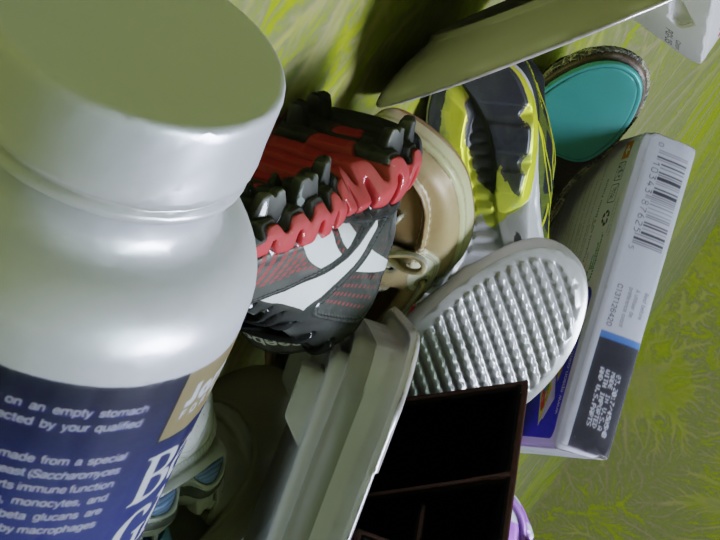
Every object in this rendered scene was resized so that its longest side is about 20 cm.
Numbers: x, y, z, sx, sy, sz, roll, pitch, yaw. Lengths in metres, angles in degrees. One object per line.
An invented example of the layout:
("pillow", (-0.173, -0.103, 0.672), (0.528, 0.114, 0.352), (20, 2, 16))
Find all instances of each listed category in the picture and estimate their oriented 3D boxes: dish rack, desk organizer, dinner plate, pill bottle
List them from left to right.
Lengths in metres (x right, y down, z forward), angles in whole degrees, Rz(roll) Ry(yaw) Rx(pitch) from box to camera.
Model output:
("pill bottle", (-0.093, 0.016, 0.501), (0.111, 0.111, 0.201), (-36, 157, -54))
("dish rack", (-0.032, 0.109, 0.799), (0.172, 0.043, 0.202), (-131, -120, -84))
("desk organizer", (0.022, 0.125, 0.790), (0.201, 0.071, 0.077), (-75, -175, -53))
("dinner plate", (0.096, -0.120, 0.835), (0.198, 0.024, 0.200), (-21, -171, 4))

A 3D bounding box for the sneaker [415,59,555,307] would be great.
("sneaker", (0.078, -0.027, 0.993), (0.085, 0.074, 0.202), (-46, 143, -59))

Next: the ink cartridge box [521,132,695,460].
("ink cartridge box", (0.133, 0.020, 1.181), (0.200, 0.047, 0.200), (166, -60, -77))

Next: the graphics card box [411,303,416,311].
("graphics card box", (-0.022, 0.083, 1.074), (0.201, 0.051, 0.125), (-54, 168, 0))

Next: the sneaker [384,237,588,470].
("sneaker", (0.036, 0.046, 0.913), (0.200, 0.074, 0.082), (-47, -160, 25))

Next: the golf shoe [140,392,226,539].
("golf shoe", (-0.124, 0.077, 0.693), (0.200, 0.078, 0.098), (-42, 143, -52))

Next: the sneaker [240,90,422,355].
("sneaker", (-0.036, -0.006, 0.710), (0.200, 0.070, 0.099), (-29, 134, -63))

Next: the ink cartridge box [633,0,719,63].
("ink cartridge box", (0.222, -0.238, 1.054), (0.201, 0.082, 0.147), (-54, 168, -5))

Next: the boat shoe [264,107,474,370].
("boat shoe", (0.000, 0.000, 0.886), (0.063, 0.073, 0.201), (-45, 166, -32))

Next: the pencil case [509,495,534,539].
("pencil case", (0.055, 0.122, 1.036), (0.200, 0.085, 0.085), (-90, -175, -76))

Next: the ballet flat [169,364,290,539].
("ballet flat", (-0.095, 0.116, 0.859), (0.200, 0.069, 0.070), (-51, 167, -19))

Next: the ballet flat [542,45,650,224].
("ballet flat", (0.118, -0.083, 1.155), (0.201, 0.067, 0.076), (-59, -171, 41))

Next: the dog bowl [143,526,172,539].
("dog bowl", (-0.143, 0.176, 0.739), (0.200, 0.050, 0.111), (-41, -165, -35))
